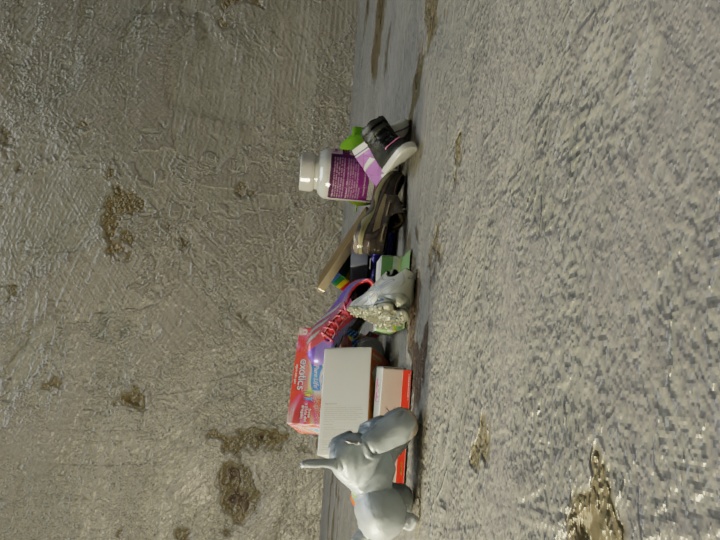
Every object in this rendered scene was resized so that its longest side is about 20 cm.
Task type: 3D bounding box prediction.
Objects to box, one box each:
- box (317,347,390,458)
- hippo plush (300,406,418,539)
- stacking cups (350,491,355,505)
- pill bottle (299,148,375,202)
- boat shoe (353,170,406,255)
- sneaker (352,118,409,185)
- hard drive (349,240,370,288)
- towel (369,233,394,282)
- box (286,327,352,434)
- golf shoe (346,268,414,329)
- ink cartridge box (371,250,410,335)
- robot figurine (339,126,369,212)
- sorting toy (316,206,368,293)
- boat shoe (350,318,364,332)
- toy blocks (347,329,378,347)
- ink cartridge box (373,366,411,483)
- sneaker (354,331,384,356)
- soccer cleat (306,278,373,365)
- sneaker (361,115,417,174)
[{"bbox_3d":[-0.010,0.257,1.629,0.124,0.097,0.201,45,-135,-64],"label":"box"},{"bbox_3d":[0.036,0.301,1.251,0.161,0.159,0.200,64,-172,5],"label":"hippo plush"},{"bbox_3d":[0.008,0.453,1.737,0.200,0.060,0.061,97,176,-65],"label":"stacking cups"},{"bbox_3d":[-0.034,-0.211,1.906,0.112,0.199,0.113,-175,90,-85],"label":"pill bottle"},{"bbox_3d":[0.051,-0.105,1.661,0.075,0.073,0.201,87,-155,-59],"label":"boat shoe"},{"bbox_3d":[0.063,-0.233,1.757,0.115,0.072,0.200,63,157,0],"label":"sneaker"},{"bbox_3d":[0.000,0.000,1.842,0.200,0.042,0.135,-82,-4,-66],"label":"hard drive"},{"bbox_3d":[0.047,-0.028,1.804,0.148,0.049,0.201,-11,-74,-88],"label":"towel"},{"bbox_3d":[-0.079,0.225,1.742,0.103,0.094,0.201,62,-148,-64],"label":"box"},{"bbox_3d":[0.045,0.047,1.518,0.200,0.078,0.098,-14,50,65],"label":"golf shoe"},{"bbox_3d":[0.055,0.043,1.611,0.200,0.048,0.146,111,164,-82],"label":"ink cartridge box"},{"bbox_3d":[0.004,-0.245,2.081,0.176,0.115,0.201,128,148,-60],"label":"robot figurine"},{"bbox_3d":[-0.015,-0.038,2.029,0.200,0.069,0.199,-55,6,10],"label":"sorting toy"},{"bbox_3d":[-0.006,0.087,1.977,0.065,0.073,0.201,108,-176,-67],"label":"boat shoe"},{"bbox_3d":[-0.020,0.196,1.904,0.200,0.100,0.137,-38,-37,-51],"label":"toy blocks"},{"bbox_3d":[0.050,0.265,1.473,0.174,0.043,0.201,122,152,-83],"label":"ink cartridge box"},{"bbox_3d":[0.015,0.226,1.786,0.114,0.075,0.201,-79,-5,-80],"label":"sneaker"},{"bbox_3d":[-0.039,0.095,1.684,0.200,0.067,0.076,-54,5,-24],"label":"soccer cleat"},{"bbox_3d":[0.046,-0.237,1.592,0.099,0.071,0.200,56,177,-4],"label":"sneaker"}]
